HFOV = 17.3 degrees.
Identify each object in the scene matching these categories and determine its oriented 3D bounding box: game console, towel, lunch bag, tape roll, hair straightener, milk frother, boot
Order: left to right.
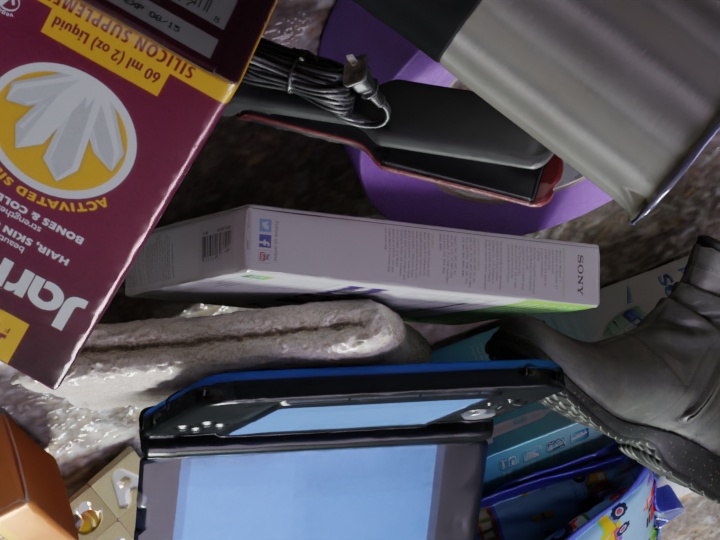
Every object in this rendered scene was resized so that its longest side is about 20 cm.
[{"bbox_3d":[-0.070,0.046,1.216,0.199,0.035,0.133,-6,170,10],"label":"towel"},{"bbox_3d":[-0.008,0.119,1.228,0.199,0.119,0.171,-2,169,-22],"label":"game console"},{"bbox_3d":[-0.005,-0.084,1.061,0.199,0.041,0.077,19,155,12],"label":"hair straightener"},{"bbox_3d":[0.082,-0.102,1.162,0.199,0.066,0.200,-16,146,-11],"label":"tape roll"},{"bbox_3d":[0.107,0.184,1.412,0.200,0.094,0.151,-28,146,-10],"label":"lunch bag"},{"bbox_3d":[0.094,-0.145,0.955,0.181,0.188,0.200,-53,180,1],"label":"milk frother"},{"bbox_3d":[0.162,0.034,1.309,0.200,0.068,0.131,31,85,-37],"label":"boot"}]

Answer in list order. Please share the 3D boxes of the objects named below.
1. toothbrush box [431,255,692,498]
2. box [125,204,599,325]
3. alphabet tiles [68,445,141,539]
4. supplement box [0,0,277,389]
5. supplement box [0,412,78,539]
[{"bbox_3d":[0.129,0.092,1.440,0.199,0.085,0.147,-20,147,-5],"label":"toothbrush box"},{"bbox_3d":[0.000,0.000,1.195,0.199,0.037,0.144,7,171,-29],"label":"box"},{"bbox_3d":[-0.127,0.198,1.419,0.166,0.006,0.200,-40,130,-9],"label":"alphabet tiles"},{"bbox_3d":[-0.130,-0.059,1.030,0.110,0.086,0.200,29,128,-7],"label":"supplement box"},{"bbox_3d":[-0.260,0.159,1.308,0.199,0.069,0.067,-27,145,8],"label":"supplement box"}]
